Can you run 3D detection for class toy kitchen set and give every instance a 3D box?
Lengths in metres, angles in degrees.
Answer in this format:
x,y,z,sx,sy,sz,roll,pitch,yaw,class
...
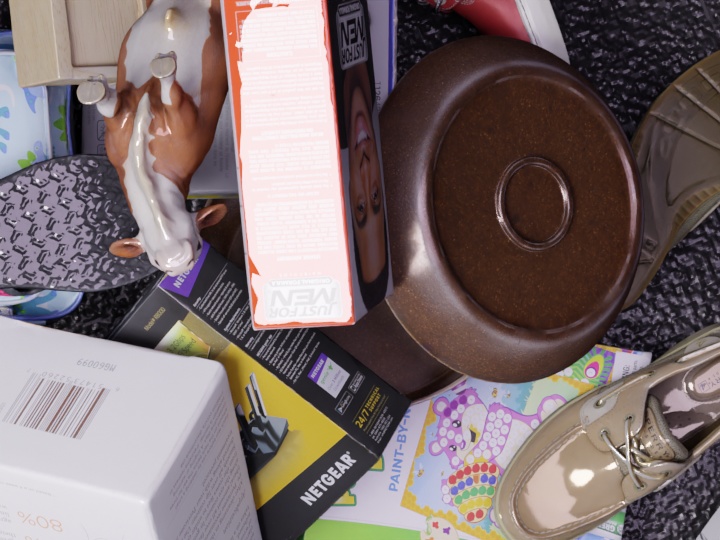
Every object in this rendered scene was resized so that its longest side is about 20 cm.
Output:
x,y,z,sx,sy,sz,roll,pitch,yaw,class
-0.168,-0.202,1.608,0.162,0.180,0.202,-6,90,-42,toy kitchen set

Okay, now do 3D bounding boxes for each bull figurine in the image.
x,y,z,sx,sy,sz,roll,pitch,yaw,class
-0.102,-0.099,1.480,0.065,0.122,0.201,4,64,10,bull figurine

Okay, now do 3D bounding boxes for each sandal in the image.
x,y,z,sx,sy,sz,roll,pitch,yaw,class
-0.196,-0.017,1.516,0.199,0.045,0.076,-11,90,-11,sandal

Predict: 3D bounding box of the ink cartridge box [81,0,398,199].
x,y,z,sx,sy,sz,roll,pitch,yaw,class
-0.068,-0.142,1.635,0.199,0.047,0.199,0,88,16,ink cartridge box

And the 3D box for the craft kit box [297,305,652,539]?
x,y,z,sx,sy,sz,roll,pitch,yaw,class
0.065,0.130,1.692,0.196,0.049,0.202,9,88,-5,craft kit box

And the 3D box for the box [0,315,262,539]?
x,y,z,sx,sy,sz,roll,pitch,yaw,class
-0.147,0.142,1.553,0.151,0.201,0.107,11,47,20,box

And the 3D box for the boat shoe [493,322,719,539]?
x,y,z,sx,sy,sz,roll,pitch,yaw,class
0.166,0.097,1.653,0.199,0.065,0.072,-33,94,-7,boat shoe

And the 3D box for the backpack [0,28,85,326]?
x,y,z,sx,sy,sz,roll,pitch,yaw,class
-0.260,-0.051,1.594,0.198,0.147,0.184,-4,89,-7,backpack

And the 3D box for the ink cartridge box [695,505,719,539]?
x,y,z,sx,sy,sz,roll,pitch,yaw,class
0.257,0.225,1.686,0.146,0.084,0.200,38,84,-17,ink cartridge box

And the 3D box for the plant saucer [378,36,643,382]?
x,y,z,sx,sy,sz,roll,pitch,yaw,class
0.092,-0.036,1.603,0.199,0.034,0.202,3,85,-34,plant saucer

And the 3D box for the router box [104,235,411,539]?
x,y,z,sx,sy,sz,roll,pitch,yaw,class
-0.087,0.091,1.599,0.157,0.200,0.052,37,46,-5,router box

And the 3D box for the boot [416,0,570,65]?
x,y,z,sx,sy,sz,roll,pitch,yaw,class
0.027,-0.170,1.677,0.144,0.072,0.201,-31,86,-7,boot

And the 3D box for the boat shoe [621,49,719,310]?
x,y,z,sx,sy,sz,roll,pitch,yaw,class
0.188,-0.054,1.709,0.073,0.063,0.201,35,79,-2,boat shoe

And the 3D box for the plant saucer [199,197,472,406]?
x,y,z,sx,sy,sz,roll,pitch,yaw,class
0.000,0.000,1.653,0.199,0.035,0.202,-1,61,1,plant saucer

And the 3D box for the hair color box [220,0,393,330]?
x,y,z,sx,sy,sz,roll,pitch,yaw,class
-0.028,-0.076,1.495,0.061,0.101,0.202,-3,99,13,hair color box
